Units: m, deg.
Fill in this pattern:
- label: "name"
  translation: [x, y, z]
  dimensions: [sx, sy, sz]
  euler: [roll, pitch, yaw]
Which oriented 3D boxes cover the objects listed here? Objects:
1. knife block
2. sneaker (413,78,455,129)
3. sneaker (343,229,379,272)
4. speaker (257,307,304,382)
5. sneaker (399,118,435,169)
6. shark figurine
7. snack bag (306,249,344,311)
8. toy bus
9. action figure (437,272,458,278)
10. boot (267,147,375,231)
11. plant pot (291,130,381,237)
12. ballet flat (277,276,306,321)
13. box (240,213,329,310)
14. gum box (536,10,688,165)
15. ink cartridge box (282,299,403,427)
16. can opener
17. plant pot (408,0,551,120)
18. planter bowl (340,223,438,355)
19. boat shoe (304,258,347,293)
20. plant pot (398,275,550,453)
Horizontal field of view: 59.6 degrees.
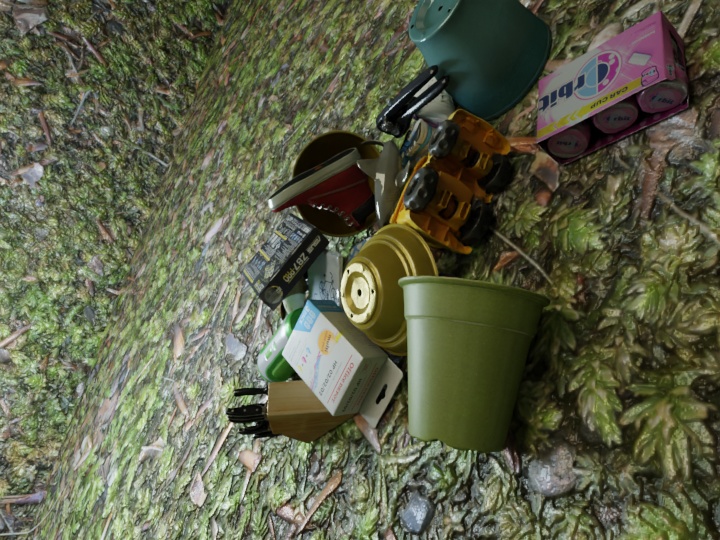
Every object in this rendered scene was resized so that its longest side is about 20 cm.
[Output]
- label: "knife block"
  translation: [-0.128, 0.231, 1.089]
  dimensions: [0.199, 0.173, 0.065]
  euler: [-38, 39, 34]
- label: "sneaker"
  translation: [0.140, -0.322, 1.186]
  dimensions: [0.101, 0.073, 0.201]
  euler: [-60, 31, 15]
- label: "sneaker"
  translation: [0.000, 0.000, 1.168]
  dimensions: [0.073, 0.071, 0.201]
  euler: [54, 132, 19]
- label: "speaker"
  translation: [-0.137, 0.148, 1.215]
  dimensions: [0.200, 0.086, 0.091]
  euler: [131, 150, -50]
- label: "sneaker"
  translation: [0.118, -0.216, 1.157]
  dimensions: [0.200, 0.084, 0.077]
  euler: [-149, 79, -82]
- label: "shark figurine"
  translation: [0.033, -0.189, 1.111]
  dimensions: [0.130, 0.087, 0.219]
  euler: [110, 165, -49]
- label: "snack bag"
  translation: [-0.064, 0.052, 1.175]
  dimensions: [0.188, 0.021, 0.207]
  euler: [-154, 61, -66]
- label: "toy bus"
  translation: [0.134, -0.135, 1.034]
  dimensions: [0.204, 0.133, 0.191]
  euler: [-65, 15, -8]
- label: "action figure"
  translation: [0.088, 0.047, 1.011]
  dimensions: [0.198, 0.068, 0.134]
  euler: [3, 77, 61]
- label: "boot"
  translation: [-0.066, -0.121, 1.187]
  dimensions: [0.196, 0.147, 0.073]
  euler: [-26, 21, -2]
- label: "plant pot"
  translation: [-0.049, -0.176, 1.288]
  dimensions: [0.204, 0.197, 0.142]
  euler: [-61, 12, 1]
- label: "ballet flat"
  translation: [-0.142, 0.066, 1.294]
  dimensions: [0.201, 0.066, 0.074]
  euler: [119, 137, -64]
- label: "box"
  translation: [-0.148, -0.024, 1.195]
  dimensions: [0.162, 0.049, 0.199]
  euler: [-49, 23, -5]
- label: "gum box"
  translation: [0.337, -0.241, 0.844]
  dimensions: [0.198, 0.065, 0.116]
  euler: [-23, 48, 47]
- label: "ink cartridge box"
  translation: [-0.033, 0.152, 1.031]
  dimensions: [0.199, 0.067, 0.117]
  euler: [41, 113, 36]
- label: "can opener"
  translation: [0.086, -0.299, 1.107]
  dimensions: [0.199, 0.062, 0.081]
  euler: [-33, 38, 63]
- label: "plant pot"
  translation: [0.187, -0.393, 1.067]
  dimensions: [0.199, 0.185, 0.205]
  euler: [-35, 41, 38]
- label: "planter bowl"
  translation: [0.026, 0.032, 0.962]
  dimensions: [0.198, 0.082, 0.207]
  euler: [6, 97, 53]
- label: "boat shoe"
  translation: [-0.104, -0.002, 1.333]
  dimensions: [0.198, 0.062, 0.075]
  euler: [-15, 55, 51]
- label: "plant pot"
  translation: [0.130, 0.122, 0.798]
  dimensions: [0.198, 0.196, 0.196]
  euler: [-2, 76, 55]
